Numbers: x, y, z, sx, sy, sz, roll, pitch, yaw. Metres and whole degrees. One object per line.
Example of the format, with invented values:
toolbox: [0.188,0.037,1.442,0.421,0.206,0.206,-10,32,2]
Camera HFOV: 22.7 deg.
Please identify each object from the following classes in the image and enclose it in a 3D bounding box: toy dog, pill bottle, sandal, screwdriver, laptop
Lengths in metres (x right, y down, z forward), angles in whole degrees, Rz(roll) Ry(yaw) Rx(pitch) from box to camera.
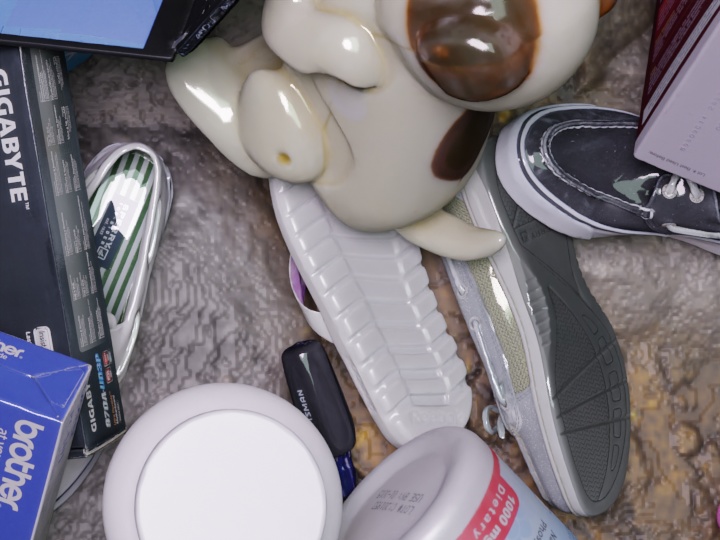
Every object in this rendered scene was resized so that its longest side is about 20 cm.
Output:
toy dog: [0.026,-0.100,0.838,0.139,0.200,0.195,-26,86,-35]
pill bottle: [-0.066,0.110,0.844,0.110,0.200,0.112,1,84,-7]
sandal: [-0.006,0.001,0.937,0.082,0.050,0.204,-15,84,-36]
pill bottle: [0.079,0.181,0.890,0.109,0.109,0.200,-47,106,-10]
screwdriver: [-0.003,0.132,0.928,0.029,0.028,0.202,-13,100,6]
laptop: [-0.086,-0.193,0.812,0.103,0.200,0.178,30,47,-19]

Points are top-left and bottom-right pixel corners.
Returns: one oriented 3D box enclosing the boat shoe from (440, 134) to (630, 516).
boat shoe: [0.086,0.032,0.947,0.074,0.064,0.204,-20,90,-48]

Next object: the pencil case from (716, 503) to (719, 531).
pencil case: [0.280,0.174,0.937,0.200,0.094,0.091,45,80,0]

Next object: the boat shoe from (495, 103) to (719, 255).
boat shoe: [0.168,-0.047,0.934,0.198,0.068,0.072,16,71,-21]

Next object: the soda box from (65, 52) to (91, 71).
soda box: [-0.152,-0.149,0.930,0.199,0.068,0.064,-36,87,-10]

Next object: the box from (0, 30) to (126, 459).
box: [-0.207,-0.006,0.866,0.157,0.046,0.202,-5,98,19]

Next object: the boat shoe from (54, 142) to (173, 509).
boat shoe: [-0.149,0.026,0.911,0.073,0.067,0.202,15,82,-5]

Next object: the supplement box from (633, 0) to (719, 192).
supplement box: [0.196,-0.148,0.911,0.060,0.109,0.201,21,49,-6]

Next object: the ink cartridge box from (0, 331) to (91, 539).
ink cartridge box: [-0.194,0.112,0.840,0.093,0.201,0.044,20,37,-1]
